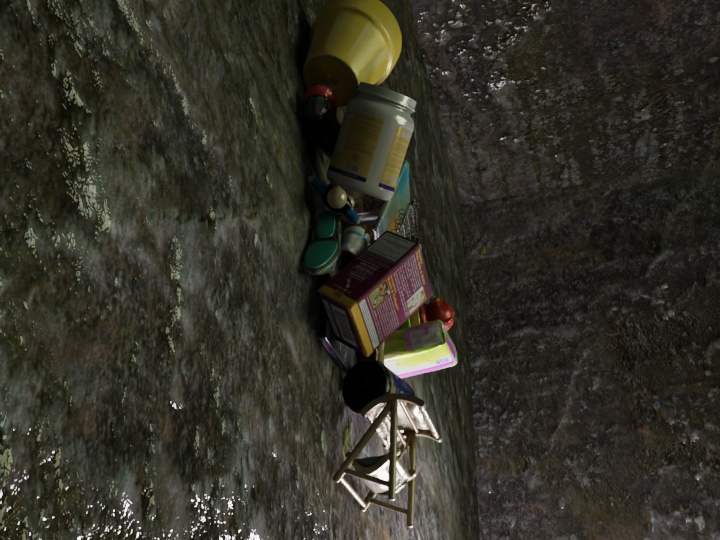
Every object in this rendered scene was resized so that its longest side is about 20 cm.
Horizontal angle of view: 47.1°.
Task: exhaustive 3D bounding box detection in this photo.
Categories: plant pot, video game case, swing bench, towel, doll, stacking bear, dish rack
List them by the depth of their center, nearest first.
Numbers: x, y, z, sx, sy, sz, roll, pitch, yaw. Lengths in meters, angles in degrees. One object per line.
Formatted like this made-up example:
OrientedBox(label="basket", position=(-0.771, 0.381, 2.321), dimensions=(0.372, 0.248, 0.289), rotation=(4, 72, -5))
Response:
OrientedBox(label="swing bench", position=(0.060, 0.362, 1.612), dimensions=(0.200, 0.127, 0.203), rotation=(64, 43, -55))
OrientedBox(label="doll", position=(-0.050, -0.143, 1.639), dimensions=(0.136, 0.049, 0.200), rotation=(42, 4, -5))
OrientedBox(label="video game case", position=(-0.046, 0.114, 1.672), dimensions=(0.201, 0.018, 0.146), rotation=(64, 23, -56))
OrientedBox(label="plant pot", position=(-0.030, -0.448, 1.740), dimensions=(0.191, 0.196, 0.203), rotation=(-65, 147, -40))
OrientedBox(label="towel", position=(0.069, -0.128, 1.837), dimensions=(0.148, 0.021, 0.203), rotation=(83, 27, -54))
OrientedBox(label="dish rack", position=(0.090, -0.061, 1.846), dimensions=(0.202, 0.053, 0.156), rotation=(79, 29, -58))
OrientedBox(label="stacking bear", position=(0.133, 0.119, 2.033), dimensions=(0.121, 0.195, 0.117), rotation=(-32, 113, -75))

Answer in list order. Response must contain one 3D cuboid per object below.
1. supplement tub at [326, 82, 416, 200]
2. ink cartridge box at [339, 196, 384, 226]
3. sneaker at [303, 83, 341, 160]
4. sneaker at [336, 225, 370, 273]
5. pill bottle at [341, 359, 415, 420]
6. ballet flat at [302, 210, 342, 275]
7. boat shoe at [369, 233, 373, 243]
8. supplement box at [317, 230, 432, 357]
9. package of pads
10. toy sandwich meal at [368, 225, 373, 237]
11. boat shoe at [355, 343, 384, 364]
OrientedBox(label="supplement tub", position=(0.025, -0.256, 1.644), dimensions=(0.145, 0.142, 0.205), rotation=(-9, 118, -76))
OrientedBox(label="ink cartridge box", position=(0.019, -0.142, 1.901), dimensions=(0.200, 0.106, 0.052), rotation=(12, 69, -75))
OrientedBox(label="sneaker", position=(-0.072, -0.280, 1.691), dimensions=(0.202, 0.069, 0.100), rotation=(70, 24, -53))
OrientedBox(label="sneaker", position=(-0.019, 0.018, 1.650), dimensions=(0.087, 0.073, 0.204), rotation=(-59, 148, -53))
OrientedBox(label="pill bottle", position=(0.050, 0.268, 1.719), dimensions=(0.200, 0.110, 0.114), rotation=(42, 40, -52))
OrientedBox(label="ballet flat", position=(-0.066, -0.036, 1.577), dimensions=(0.202, 0.072, 0.075), rotation=(-77, 155, -53))
OrientedBox(label="boat shoe", position=(0.042, -0.015, 1.951), dimensions=(0.064, 0.073, 0.207), rotation=(-15, 124, -54))
OrientedBox(label="supplement box", position=(0.031, 0.041, 1.580), dimensions=(0.199, 0.102, 0.133), rotation=(-40, 131, -26))
OrientedBox(label="package of pads", position=(0.117, 0.190, 1.926), dimensions=(0.155, 0.195, 0.070), rotation=(55, 22, -59))
OrientedBox(label="toy sandwich meal", position=(0.063, -0.145, 2.193), dimensions=(0.205, 0.068, 0.211), rotation=(-8, 90, -80))
OrientedBox(label="boat shoe", position=(0.016, 0.156, 1.792), dimensions=(0.074, 0.074, 0.205), rotation=(15, 66, -72))
